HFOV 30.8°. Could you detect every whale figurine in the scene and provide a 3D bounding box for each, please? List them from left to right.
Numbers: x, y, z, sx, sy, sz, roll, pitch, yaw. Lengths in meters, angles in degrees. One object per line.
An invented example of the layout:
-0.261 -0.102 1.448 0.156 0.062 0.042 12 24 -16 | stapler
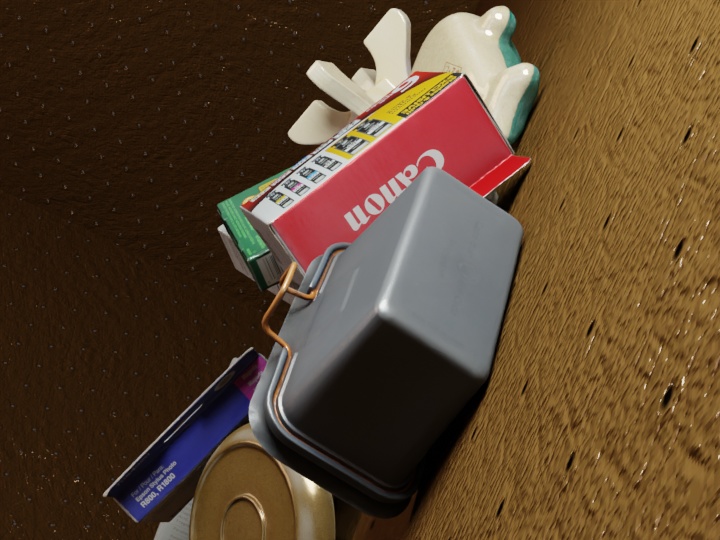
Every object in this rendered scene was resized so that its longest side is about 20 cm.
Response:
0.119 -0.162 1.216 0.161 0.103 0.200 -68 26 7 | whale figurine

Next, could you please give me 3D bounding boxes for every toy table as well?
0.020 -0.178 1.416 0.200 0.117 0.184 -45 -11 7 | toy table

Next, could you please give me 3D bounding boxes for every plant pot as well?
-0.096 0.232 1.157 0.199 0.027 0.203 -11 75 46 | plant pot

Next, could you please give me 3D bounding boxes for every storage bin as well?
0.022 0.029 0.854 0.135 0.145 0.201 -51 11 39 | storage bin

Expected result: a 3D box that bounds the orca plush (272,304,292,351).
-0.033 0.050 1.287 0.199 0.071 0.107 -17 63 46 | orca plush

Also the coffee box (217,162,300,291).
-0.028 -0.065 1.240 0.198 0.044 0.123 -28 34 -7 | coffee box

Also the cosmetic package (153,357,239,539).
-0.127 0.245 1.569 0.167 0.165 0.202 -76 9 -76 | cosmetic package

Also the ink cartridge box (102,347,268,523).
-0.151 0.168 1.293 0.196 0.043 0.200 -45 -8 -5 | ink cartridge box

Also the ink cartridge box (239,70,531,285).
0.016 -0.071 1.062 0.199 0.084 0.175 -38 16 -7 | ink cartridge box

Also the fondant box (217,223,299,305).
-0.029 -0.030 1.284 0.144 0.199 0.059 -36 -54 -20 | fondant box

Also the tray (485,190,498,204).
0.075 0.004 1.144 0.201 0.022 0.108 116 178 -47 | tray
